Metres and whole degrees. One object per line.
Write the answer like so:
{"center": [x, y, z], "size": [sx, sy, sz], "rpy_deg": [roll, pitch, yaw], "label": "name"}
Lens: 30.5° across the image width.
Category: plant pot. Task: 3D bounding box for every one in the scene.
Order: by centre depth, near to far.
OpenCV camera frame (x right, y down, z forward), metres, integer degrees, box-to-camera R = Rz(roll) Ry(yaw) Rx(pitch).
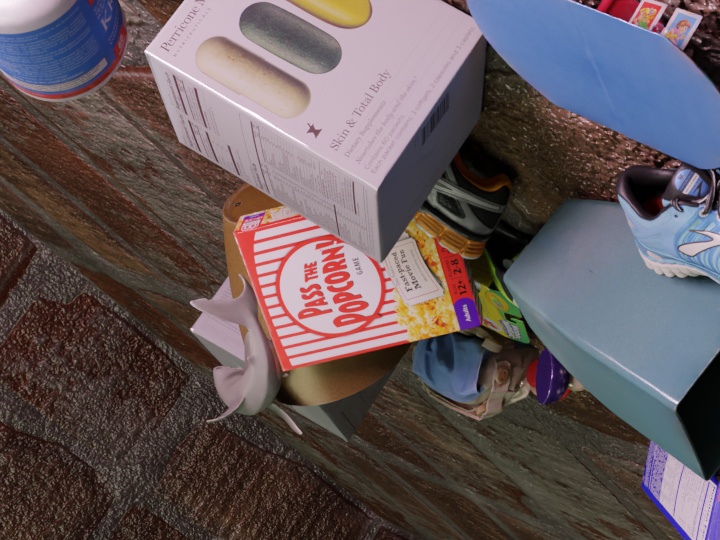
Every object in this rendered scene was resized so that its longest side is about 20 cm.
{"center": [0.225, 0.037, 1.053], "size": [0.200, 0.141, 0.141], "rpy_deg": [33, 167, 37], "label": "plant pot"}
{"center": [-0.061, 0.004, 1.353], "size": [0.186, 0.186, 0.200], "rpy_deg": [18, 142, 46], "label": "plant pot"}

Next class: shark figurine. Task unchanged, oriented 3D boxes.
{"center": [-0.119, 0.109, 1.291], "size": [0.128, 0.089, 0.215], "rpy_deg": [49, 155, 20], "label": "shark figurine"}

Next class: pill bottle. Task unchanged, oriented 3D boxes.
{"center": [-0.249, -0.214, 0.989], "size": [0.112, 0.112, 0.200], "rpy_deg": [31, 169, 10], "label": "pill bottle"}

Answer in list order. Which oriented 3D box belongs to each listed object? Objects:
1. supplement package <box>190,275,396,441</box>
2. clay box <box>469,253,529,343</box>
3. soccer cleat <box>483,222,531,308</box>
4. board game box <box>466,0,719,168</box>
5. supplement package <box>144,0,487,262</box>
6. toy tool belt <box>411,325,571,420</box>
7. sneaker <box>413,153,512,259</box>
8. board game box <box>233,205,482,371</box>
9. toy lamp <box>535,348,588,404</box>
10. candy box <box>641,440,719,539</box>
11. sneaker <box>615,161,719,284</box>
{"center": [-0.054, 0.059, 1.583], "size": [0.191, 0.200, 0.147], "rpy_deg": [27, 164, 27], "label": "supplement package"}
{"center": [0.094, -0.002, 1.369], "size": [0.200, 0.048, 0.115], "rpy_deg": [27, 162, 27], "label": "clay box"}
{"center": [0.172, 0.020, 1.188], "size": [0.200, 0.067, 0.081], "rpy_deg": [39, 169, 51], "label": "soccer cleat"}
{"center": [0.160, -0.138, 0.827], "size": [0.200, 0.039, 0.158], "rpy_deg": [31, 171, 33], "label": "board game box"}
{"center": [-0.029, -0.138, 0.997], "size": [0.200, 0.152, 0.151], "rpy_deg": [31, 165, 12], "label": "supplement package"}
{"center": [0.126, 0.098, 1.440], "size": [0.123, 0.125, 0.200], "rpy_deg": [17, 176, -32], "label": "toy tool belt"}
{"center": [0.042, -0.096, 1.134], "size": [0.200, 0.077, 0.078], "rpy_deg": [35, -162, -9], "label": "sneaker"}
{"center": [0.000, 0.000, 1.238], "size": [0.046, 0.199, 0.152], "rpy_deg": [-79, -27, -65], "label": "board game box"}
{"center": [0.263, 0.109, 1.206], "size": [0.199, 0.058, 0.058], "rpy_deg": [5, 167, -7], "label": "toy lamp"}
{"center": [0.353, 0.194, 1.141], "size": [0.168, 0.077, 0.200], "rpy_deg": [7, -171, -4], "label": "candy box"}
{"center": [0.245, -0.034, 0.894], "size": [0.090, 0.078, 0.200], "rpy_deg": [46, 161, -28], "label": "sneaker"}
